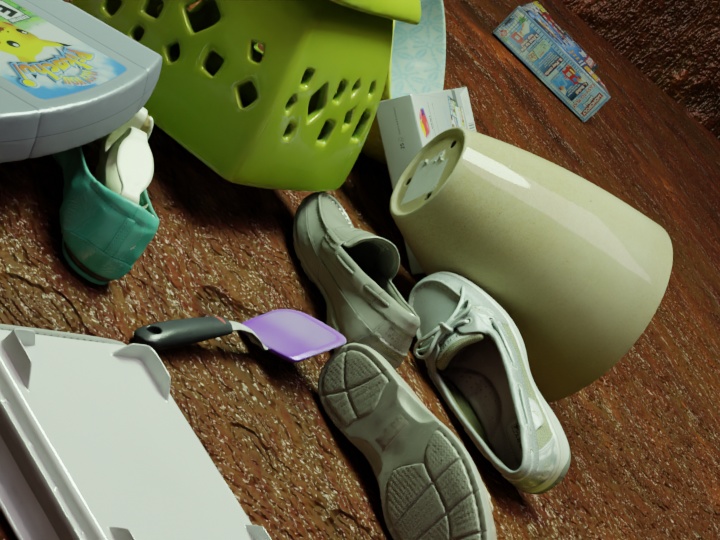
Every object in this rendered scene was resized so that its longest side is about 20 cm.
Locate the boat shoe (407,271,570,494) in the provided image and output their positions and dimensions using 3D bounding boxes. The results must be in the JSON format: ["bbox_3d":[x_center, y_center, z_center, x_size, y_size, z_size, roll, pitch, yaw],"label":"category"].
[{"bbox_3d":[0.092,0.081,1.367,0.065,0.074,0.203,26,33,-57],"label":"boat shoe"}]

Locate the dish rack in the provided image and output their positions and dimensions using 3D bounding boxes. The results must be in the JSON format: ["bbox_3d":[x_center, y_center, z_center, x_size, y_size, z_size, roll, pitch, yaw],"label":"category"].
[{"bbox_3d":[-0.118,0.102,0.889,0.201,0.044,0.171,55,19,24],"label":"dish rack"}]

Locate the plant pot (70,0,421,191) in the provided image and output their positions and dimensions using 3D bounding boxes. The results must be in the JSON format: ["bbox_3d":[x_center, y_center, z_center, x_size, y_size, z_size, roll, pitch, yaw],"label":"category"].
[{"bbox_3d":[-0.078,-0.191,1.339,0.199,0.182,0.199,37,15,18],"label":"plant pot"}]

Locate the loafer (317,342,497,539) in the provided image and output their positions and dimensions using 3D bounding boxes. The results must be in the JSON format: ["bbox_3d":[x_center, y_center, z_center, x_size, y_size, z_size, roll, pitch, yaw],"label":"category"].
[{"bbox_3d":[0.042,0.129,1.157,0.063,0.072,0.201,35,17,-51],"label":"loafer"}]

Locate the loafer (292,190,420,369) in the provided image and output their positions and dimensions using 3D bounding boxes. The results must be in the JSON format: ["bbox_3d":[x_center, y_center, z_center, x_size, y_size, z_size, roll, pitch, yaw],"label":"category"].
[{"bbox_3d":[0.000,0.000,1.333,0.070,0.070,0.201,31,22,-37],"label":"loafer"}]

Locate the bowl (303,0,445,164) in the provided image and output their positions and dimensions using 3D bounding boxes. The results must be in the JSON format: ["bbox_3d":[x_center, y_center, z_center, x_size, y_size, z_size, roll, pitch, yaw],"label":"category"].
[{"bbox_3d":[0.007,-0.201,1.690,0.107,0.202,0.200,5,8,17],"label":"bowl"}]

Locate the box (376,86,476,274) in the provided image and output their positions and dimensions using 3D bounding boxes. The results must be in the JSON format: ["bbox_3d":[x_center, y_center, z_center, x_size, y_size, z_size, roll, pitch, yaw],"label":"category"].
[{"bbox_3d":[0.074,-0.087,1.626,0.200,0.041,0.158,-27,104,-72],"label":"box"}]

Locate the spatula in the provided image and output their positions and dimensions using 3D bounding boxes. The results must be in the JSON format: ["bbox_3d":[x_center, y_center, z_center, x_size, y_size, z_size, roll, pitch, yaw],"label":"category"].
[{"bbox_3d":[-0.081,0.040,1.131,0.056,0.021,0.199,30,13,28],"label":"spatula"}]

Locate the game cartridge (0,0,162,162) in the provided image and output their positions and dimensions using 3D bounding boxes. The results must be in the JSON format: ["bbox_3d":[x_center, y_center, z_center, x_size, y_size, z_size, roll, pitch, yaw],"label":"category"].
[{"bbox_3d":[-0.209,-0.122,1.066,0.133,0.041,0.200,33,28,12],"label":"game cartridge"}]

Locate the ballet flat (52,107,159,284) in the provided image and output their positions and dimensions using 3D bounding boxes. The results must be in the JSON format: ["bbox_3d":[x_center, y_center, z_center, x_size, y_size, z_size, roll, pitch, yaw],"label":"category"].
[{"bbox_3d":[-0.158,-0.069,1.127,0.067,0.070,0.201,34,21,-30],"label":"ballet flat"}]

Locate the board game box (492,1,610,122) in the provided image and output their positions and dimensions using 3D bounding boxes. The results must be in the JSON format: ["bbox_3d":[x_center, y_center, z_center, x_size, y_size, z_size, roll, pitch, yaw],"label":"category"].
[{"bbox_3d":[0.312,-0.330,2.780,0.200,0.062,0.200,48,18,2],"label":"board game box"}]

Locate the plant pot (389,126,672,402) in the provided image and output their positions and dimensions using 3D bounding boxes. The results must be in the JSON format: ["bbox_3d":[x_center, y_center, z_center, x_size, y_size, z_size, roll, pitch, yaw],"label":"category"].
[{"bbox_3d":[0.125,-0.022,1.474,0.199,0.187,0.188,37,19,-23],"label":"plant pot"}]
